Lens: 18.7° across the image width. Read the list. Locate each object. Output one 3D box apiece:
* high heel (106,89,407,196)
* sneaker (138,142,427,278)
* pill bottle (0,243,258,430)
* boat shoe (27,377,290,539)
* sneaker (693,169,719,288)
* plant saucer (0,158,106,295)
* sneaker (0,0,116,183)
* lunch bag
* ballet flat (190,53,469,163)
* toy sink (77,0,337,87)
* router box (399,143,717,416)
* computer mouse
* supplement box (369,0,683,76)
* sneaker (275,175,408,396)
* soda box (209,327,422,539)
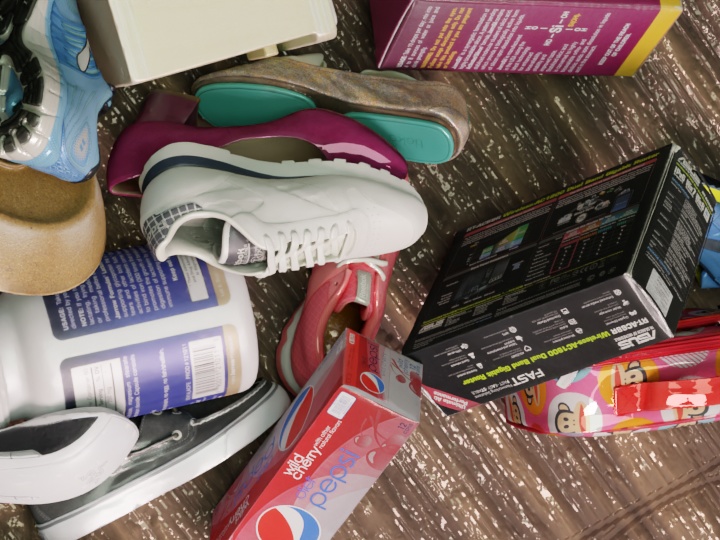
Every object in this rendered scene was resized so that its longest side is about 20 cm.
[{"bbox_3d":[-0.072,-0.065,1.504,0.200,0.067,0.096,9,47,11],"label":"high heel"},{"bbox_3d":[-0.050,-0.028,1.468,0.200,0.081,0.076,4,131,-14],"label":"sneaker"},{"bbox_3d":[-0.179,0.047,1.495,0.200,0.116,0.116,-12,96,-15],"label":"pill bottle"},{"bbox_3d":[-0.145,0.123,1.535,0.200,0.069,0.057,-29,100,-10],"label":"boat shoe"},{"bbox_3d":[0.299,-0.015,1.654,0.200,0.066,0.078,20,100,-15],"label":"sneaker"},{"bbox_3d":[-0.244,-0.073,1.438,0.200,0.200,0.035,36,122,-14],"label":"plant saucer"},{"bbox_3d":[-0.211,-0.133,1.465,0.078,0.200,0.090,-29,136,24],"label":"sneaker"},{"bbox_3d":[0.210,0.075,1.572,0.200,0.176,0.082,-7,95,-15],"label":"lunch bag"},{"bbox_3d":[-0.018,-0.119,1.550,0.200,0.068,0.067,13,48,8],"label":"ballet flat"},{"bbox_3d":[-0.086,-0.198,1.500,0.200,0.130,0.112,-18,98,-15],"label":"toy sink"},{"bbox_3d":[0.137,0.007,1.512,0.062,0.200,0.150,51,39,-22],"label":"router box"},{"bbox_3d":[-0.245,0.138,1.463,0.200,0.110,0.044,-15,58,10],"label":"computer mouse"},{"bbox_3d":[0.110,-0.218,1.544,0.200,0.103,0.131,-1,67,-16],"label":"supplement box"},{"bbox_3d":[0.000,0.000,1.556,0.074,0.087,0.200,14,89,-16],"label":"sneaker"},{"bbox_3d":[-0.034,0.137,1.513,0.063,0.070,0.200,27,122,-15],"label":"soda box"}]
